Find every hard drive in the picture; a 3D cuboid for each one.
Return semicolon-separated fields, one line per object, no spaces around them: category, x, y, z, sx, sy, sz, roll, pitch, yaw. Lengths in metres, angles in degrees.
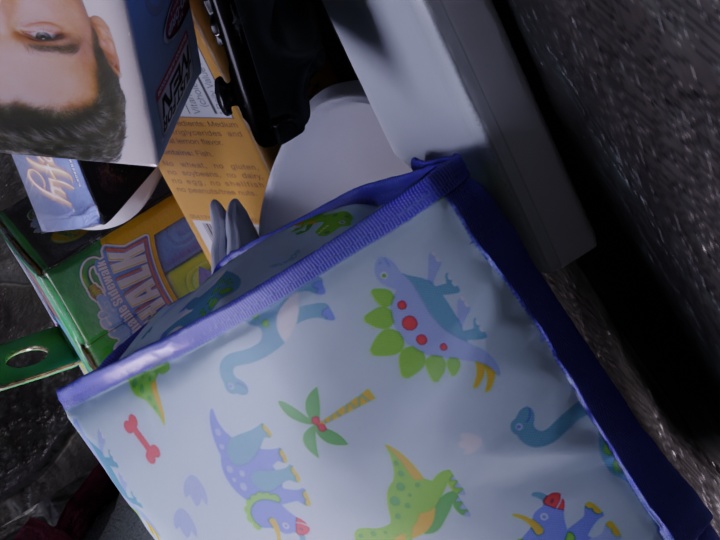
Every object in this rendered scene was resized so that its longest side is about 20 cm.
hard drive;0.005;-0.104;0.757;0.201;0.027;0.132;63;171;-30

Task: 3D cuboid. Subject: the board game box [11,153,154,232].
board game box;-0.123;-0.137;0.982;0.034;0.136;0.201;-2;122;28

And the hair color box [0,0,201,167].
hair color box;-0.125;-0.134;0.841;0.201;0.098;0.061;82;-161;-43

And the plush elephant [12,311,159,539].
plush elephant;-0.136;0.137;0.995;0.165;0.154;0.201;121;144;-56

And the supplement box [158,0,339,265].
supplement box;-0.054;-0.076;0.996;0.068;0.067;0.201;6;138;30

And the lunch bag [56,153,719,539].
lunch bag;0.018;0.060;0.800;0.170;0.127;0.200;55;144;-7

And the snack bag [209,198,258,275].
snack bag;-0.042;0.095;0.971;0.189;0.021;0.201;71;-163;-70

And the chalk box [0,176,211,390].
chalk box;-0.095;0.009;1.147;0.124;0.199;0.124;61;172;-22

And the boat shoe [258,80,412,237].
boat shoe;0.000;0.000;0.973;0.068;0.071;0.201;-81;-10;-53

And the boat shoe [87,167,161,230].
boat shoe;-0.128;-0.124;1.084;0.091;0.070;0.201;77;-169;-60

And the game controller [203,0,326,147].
game controller;-0.050;-0.123;0.817;0.200;0.042;0.105;-107;-8;-61
